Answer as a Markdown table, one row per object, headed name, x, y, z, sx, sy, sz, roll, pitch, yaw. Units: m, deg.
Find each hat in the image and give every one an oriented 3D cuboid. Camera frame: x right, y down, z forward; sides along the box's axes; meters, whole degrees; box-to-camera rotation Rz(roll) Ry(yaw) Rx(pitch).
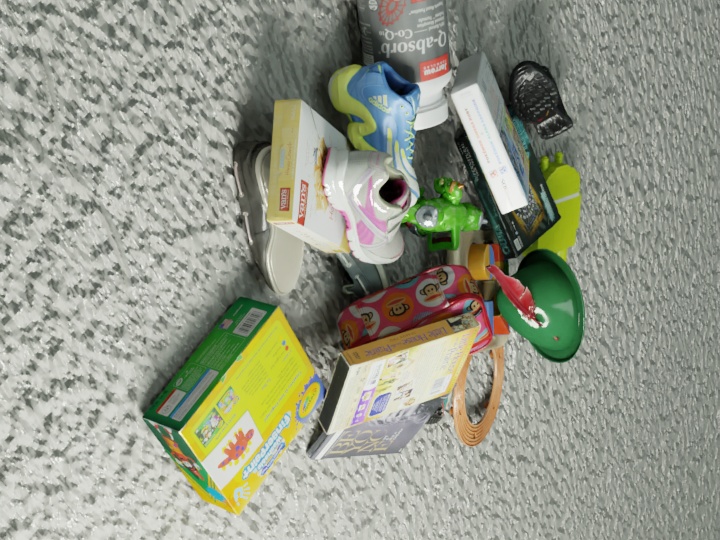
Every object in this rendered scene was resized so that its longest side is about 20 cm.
| name | x | y | z | sx | sy | sz | roll | pitch | yaw |
| --- | --- | --- | --- | --- | --- | --- | --- | --- | --- |
| hat | 0.215 | 0.059 | 1.757 | 0.175 | 0.165 | 0.202 | -14 | 107 | -29 |

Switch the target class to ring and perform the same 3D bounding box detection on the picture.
| name | x | y | z | sx | sy | sz | roll | pitch | yaw |
| --- | --- | --- | --- | --- | --- | --- | --- | --- | --- |
| ring | 0.182 | 0.176 | 1.877 | 0.200 | 0.019 | 0.203 | -25 | 119 | -59 |

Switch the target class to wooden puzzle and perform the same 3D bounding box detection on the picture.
| name | x | y | z | sx | sy | sz | roll | pitch | yaw |
| --- | --- | --- | --- | --- | --- | --- | --- | --- | --- |
| wooden puzzle | 0.188 | 0.030 | 1.800 | 0.199 | 0.046 | 0.188 | -3 | 92 | -62 |

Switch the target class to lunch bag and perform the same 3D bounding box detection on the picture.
| name | x | y | z | sx | sy | sz | roll | pitch | yaw |
| --- | --- | --- | --- | --- | --- | --- | --- | --- | --- |
| lunch bag | 0.077 | 0.085 | 1.624 | 0.198 | 0.082 | 0.177 | -23 | 148 | 2 |

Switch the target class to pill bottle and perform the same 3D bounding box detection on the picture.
| name | x | y | z | sx | sy | sz | roll | pitch | yaw |
| --- | --- | --- | --- | --- | --- | --- | --- | --- | --- |
| pill bottle | 0.059 | -0.292 | 1.545 | 0.116 | 0.115 | 0.202 | -32 | 123 | -41 |

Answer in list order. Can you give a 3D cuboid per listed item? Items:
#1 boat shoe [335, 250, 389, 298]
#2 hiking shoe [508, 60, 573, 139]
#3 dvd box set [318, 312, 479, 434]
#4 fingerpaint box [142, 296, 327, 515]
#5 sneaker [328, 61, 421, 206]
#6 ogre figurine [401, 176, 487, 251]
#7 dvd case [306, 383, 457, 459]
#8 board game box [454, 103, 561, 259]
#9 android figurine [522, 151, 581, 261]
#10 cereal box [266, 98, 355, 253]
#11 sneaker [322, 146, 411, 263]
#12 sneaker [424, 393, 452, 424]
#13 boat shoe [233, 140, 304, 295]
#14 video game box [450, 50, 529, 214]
| name | x | y | z | sx | sy | sz | roll | pitch | yaw |
| --- | --- | --- | --- | --- | --- | --- | --- | --- | --- |
| boat shoe | 0.000 | 0.000 | 1.616 | 0.061 | 0.073 | 0.201 | -19 | 133 | 2 |
| hiking shoe | 0.262 | -0.277 | 1.827 | 0.200 | 0.075 | 0.101 | 41 | 25 | -61 |
| dvd box set | 0.049 | 0.132 | 1.537 | 0.198 | 0.030 | 0.147 | -16 | 145 | -28 |
| fingerpaint box | -0.148 | 0.163 | 1.452 | 0.201 | 0.073 | 0.168 | -53 | 136 | -28 |
| sneaker | 0.042 | -0.174 | 1.506 | 0.201 | 0.104 | 0.076 | 57 | 37 | -19 |
| ogre figurine | 0.092 | -0.079 | 1.642 | 0.200 | 0.119 | 0.099 | 30 | 77 | -51 |
| dvd case | 0.033 | 0.206 | 1.666 | 0.199 | 0.016 | 0.149 | 7 | 128 | -49 |
| board game box | 0.227 | -0.137 | 1.816 | 0.135 | 0.028 | 0.202 | -36 | 107 | -40 |
| android figurine | 0.313 | -0.093 | 1.972 | 0.181 | 0.041 | 0.202 | -21 | 116 | -46 |
| cereal box | -0.056 | -0.109 | 1.446 | 0.200 | 0.039 | 0.146 | 27 | 64 | -70 |
| sneaker | 0.024 | -0.075 | 1.474 | 0.200 | 0.087 | 0.082 | 58 | 36 | -52 |
| sneaker | 0.102 | 0.120 | 1.768 | 0.093 | 0.070 | 0.202 | -39 | 127 | -64 |
| boat shoe | -0.113 | -0.067 | 1.456 | 0.067 | 0.057 | 0.202 | -32 | 129 | -37 |
| video game box | 0.184 | -0.197 | 1.670 | 0.183 | 0.046 | 0.200 | 62 | 17 | -16 |
